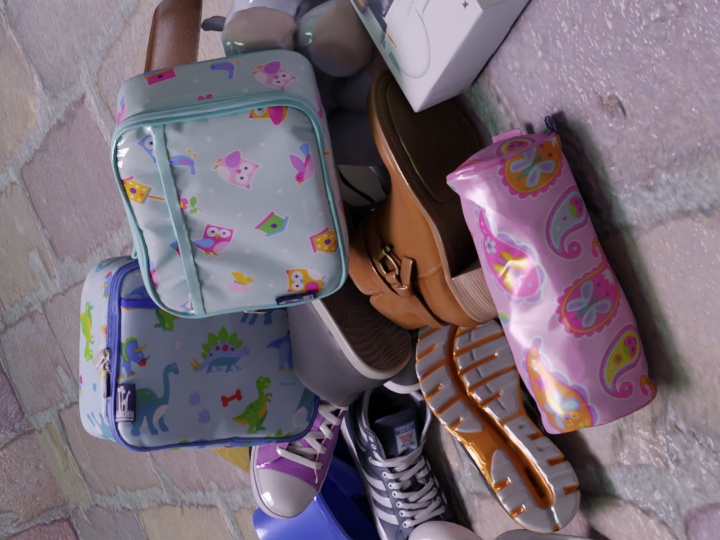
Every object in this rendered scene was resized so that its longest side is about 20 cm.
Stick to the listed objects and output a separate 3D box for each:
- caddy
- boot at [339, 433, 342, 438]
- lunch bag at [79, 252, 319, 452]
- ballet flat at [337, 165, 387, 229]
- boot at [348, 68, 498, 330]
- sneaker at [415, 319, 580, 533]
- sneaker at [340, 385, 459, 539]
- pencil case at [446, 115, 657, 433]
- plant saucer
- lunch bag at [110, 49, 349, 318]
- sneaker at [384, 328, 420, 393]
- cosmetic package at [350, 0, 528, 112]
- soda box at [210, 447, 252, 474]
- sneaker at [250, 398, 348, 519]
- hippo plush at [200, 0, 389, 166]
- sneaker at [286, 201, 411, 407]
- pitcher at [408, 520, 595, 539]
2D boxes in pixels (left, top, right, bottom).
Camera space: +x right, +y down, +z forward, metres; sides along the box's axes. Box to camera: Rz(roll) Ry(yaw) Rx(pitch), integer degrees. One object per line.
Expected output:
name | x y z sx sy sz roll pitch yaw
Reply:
caddy | -0.014 0.235 1.622 0.200 0.105 0.142 51 -161 -28
boot | -0.075 0.145 1.775 0.162 0.073 0.199 26 138 63
lunch bag | -0.129 0.063 1.413 0.082 0.199 0.162 3 90 56
ballet flat | -0.027 -0.077 1.432 0.200 0.068 0.069 33 134 37
boot | 0.034 -0.044 1.271 0.200 0.077 0.155 52 148 -14
sneaker | 0.102 0.117 1.329 0.077 0.078 0.201 63 -179 -69
sneaker | 0.044 0.183 1.534 0.201 0.070 0.109 63 161 12
pencil case | 0.125 0.006 1.139 0.201 0.087 0.087 67 158 -5
plant saucer | -0.160 -0.141 1.417 0.200 0.036 0.202 -173 90 -79
lunch bag | -0.094 -0.053 1.238 0.077 0.159 0.201 -99 -1 -49
sneaker | 0.000 0.000 1.444 0.200 0.070 0.099 51 152 20
cosmetic package | 0.027 -0.227 1.152 0.201 0.051 0.151 60 156 11
soda box | -0.111 0.097 1.599 0.068 0.064 0.201 29 146 23
sneaker | -0.038 0.115 1.496 0.114 0.072 0.202 148 141 -72
hippo plush | -0.040 -0.156 1.316 0.161 0.158 0.201 -94 17 -47
sneaker | -0.044 0.013 1.381 0.201 0.075 0.106 63 147 11
pitcher | 0.109 0.274 1.375 0.171 0.122 0.200 22 143 8
